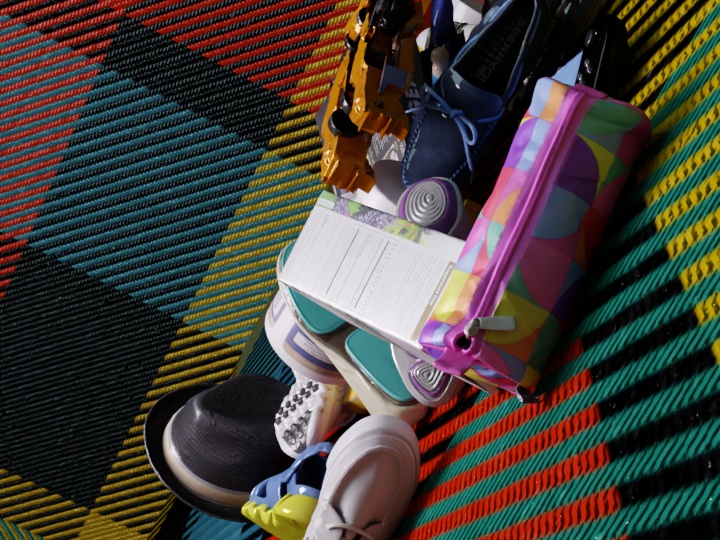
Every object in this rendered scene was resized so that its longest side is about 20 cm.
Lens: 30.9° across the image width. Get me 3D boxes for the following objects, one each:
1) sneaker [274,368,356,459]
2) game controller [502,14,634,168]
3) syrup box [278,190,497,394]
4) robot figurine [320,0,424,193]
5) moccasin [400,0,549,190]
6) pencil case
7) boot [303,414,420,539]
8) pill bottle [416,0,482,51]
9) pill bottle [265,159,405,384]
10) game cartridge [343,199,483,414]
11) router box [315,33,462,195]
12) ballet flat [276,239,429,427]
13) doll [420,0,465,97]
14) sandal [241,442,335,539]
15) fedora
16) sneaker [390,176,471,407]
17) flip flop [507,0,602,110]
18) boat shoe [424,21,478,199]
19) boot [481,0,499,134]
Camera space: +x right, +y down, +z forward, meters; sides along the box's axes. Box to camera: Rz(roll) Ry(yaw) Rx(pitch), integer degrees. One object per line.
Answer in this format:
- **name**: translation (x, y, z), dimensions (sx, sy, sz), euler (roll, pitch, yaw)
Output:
- **sneaker**: translation (-0.033, 0.133, 1.338), dimensions (0.075, 0.081, 0.201), euler (-38, 17, 24)
- **game controller**: translation (0.152, -0.121, 1.005), dimensions (0.105, 0.042, 0.200), euler (-66, 6, -14)
- **syrup box**: translation (0.031, 0.012, 0.938), dimensions (0.199, 0.078, 0.082), euler (22, 83, 55)
- **robot figurine**: translation (0.011, -0.171, 1.142), dimensions (0.145, 0.058, 0.202), euler (126, 160, -47)
- **moccasin**: translation (0.088, -0.152, 1.090), dimensions (0.202, 0.080, 0.068), euler (-64, -8, 3)
- **pencil case**: translation (0.108, -0.019, 0.807), dimensions (0.202, 0.088, 0.088), euler (-65, 7, -7)
- **boot**: translation (-0.007, 0.208, 0.954), dimensions (0.096, 0.073, 0.202), euler (-87, 15, -59)
- **pill bottle**: translation (0.091, -0.187, 1.408), dimensions (0.202, 0.111, 0.113), euler (-62, 7, 18)
- **pill bottle**: translation (0.000, 0.000, 1.197), dimensions (0.201, 0.110, 0.112), euler (-57, 9, 33)
- **game cartridge**: translation (0.052, 0.039, 1.244), dimensions (0.178, 0.032, 0.200), euler (-67, 10, -21)
- **router box**: translation (0.023, -0.120, 1.306), dimensions (0.158, 0.052, 0.202), euler (-53, 44, 51)
- **ballet flat**: translation (-0.009, 0.059, 1.106), dimensions (0.069, 0.201, 0.070), euler (-26, -32, -18)
- **doll**: translation (0.078, -0.192, 1.185), dimensions (0.136, 0.048, 0.203), euler (-43, -47, -84)
- **sandal**: translation (-0.052, 0.213, 1.233), dimensions (0.088, 0.079, 0.200), euler (-63, 14, -20)
- **fedora**: translation (-0.121, 0.166, 1.358), dimensions (0.092, 0.199, 0.202), euler (-60, 8, 36)
- **sneaker**: translation (0.071, 0.025, 1.040), dimensions (0.100, 0.074, 0.202), euler (59, -152, -49)
- **flip flop**: translation (0.175, -0.230, 1.138), dimensions (0.057, 0.081, 0.202), euler (0, -59, -60)
- **boat shoe**: translation (0.084, -0.150, 1.321), dimensions (0.072, 0.060, 0.205), euler (-4, -73, -55)
- **boot**: translation (0.159, -0.218, 1.267), dimensions (0.189, 0.068, 0.202), euler (-52, -22, -51)
